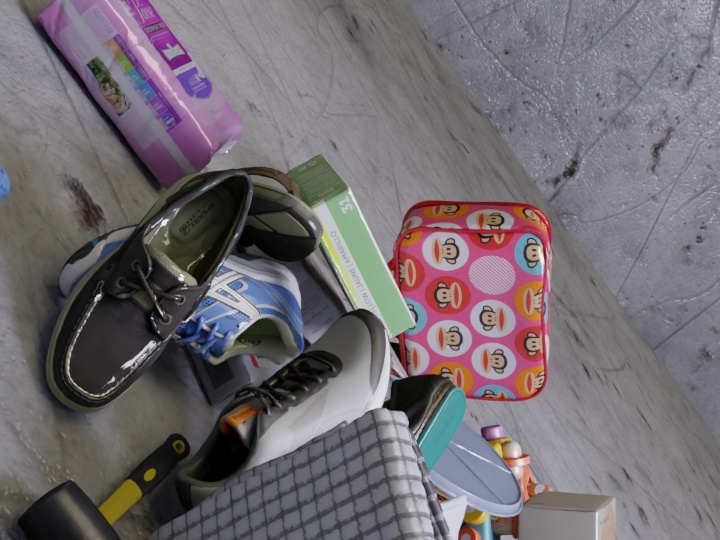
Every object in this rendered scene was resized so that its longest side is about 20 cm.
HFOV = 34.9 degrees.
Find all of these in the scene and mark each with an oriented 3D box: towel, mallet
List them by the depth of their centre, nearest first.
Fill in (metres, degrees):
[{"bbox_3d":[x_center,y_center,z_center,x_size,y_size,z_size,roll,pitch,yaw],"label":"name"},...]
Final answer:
[{"bbox_3d":[-0.027,0.193,0.671,0.086,0.200,0.166,38,26,-46],"label":"towel"},{"bbox_3d":[-0.153,0.134,0.722,0.066,0.041,0.200,51,14,-8],"label":"mallet"}]

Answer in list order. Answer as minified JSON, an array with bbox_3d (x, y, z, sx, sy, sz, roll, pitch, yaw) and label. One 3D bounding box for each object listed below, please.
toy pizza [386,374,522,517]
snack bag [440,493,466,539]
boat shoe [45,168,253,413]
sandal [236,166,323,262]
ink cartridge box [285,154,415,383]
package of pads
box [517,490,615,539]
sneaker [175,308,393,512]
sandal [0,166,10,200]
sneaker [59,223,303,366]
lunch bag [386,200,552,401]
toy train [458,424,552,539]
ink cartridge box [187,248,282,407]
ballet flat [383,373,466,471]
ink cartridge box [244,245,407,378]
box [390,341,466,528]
[{"bbox_3d":[0.058,0.156,1.022,0.200,0.032,0.200,34,12,-8],"label":"toy pizza"},{"bbox_3d":[0.031,0.259,0.804,0.188,0.021,0.201,12,88,-64],"label":"snack bag"},{"bbox_3d":[-0.138,0.004,0.771,0.072,0.066,0.201,40,60,-13],"label":"boat shoe"},{"bbox_3d":[-0.083,-0.056,0.914,0.080,0.057,0.201,46,-12,-22],"label":"sandal"},{"bbox_3d":[0.000,0.000,0.951,0.146,0.048,0.200,63,-4,-26],"label":"ink cartridge box"},{"bbox_3d":[-0.199,-0.180,1.070,0.200,0.076,0.121,54,15,-9],"label":"package of pads"},{"bbox_3d":[0.195,0.316,1.081,0.095,0.077,0.201,1,89,-67],"label":"box"},{"bbox_3d":[-0.049,0.101,0.796,0.074,0.200,0.079,17,-32,43],"label":"sneaker"},{"bbox_3d":[-0.253,-0.006,0.644,0.087,0.079,0.200,55,26,-15],"label":"sandal"},{"bbox_3d":[-0.123,0.022,0.847,0.199,0.076,0.077,10,41,-33],"label":"sneaker"},{"bbox_3d":[0.099,0.032,1.132,0.082,0.175,0.201,-73,163,-60],"label":"lunch bag"},{"bbox_3d":[0.153,0.241,1.143,0.200,0.055,0.151,-56,132,-56],"label":"toy train"},{"bbox_3d":[-0.090,0.045,1.009,0.200,0.050,0.163,13,46,-61],"label":"ink cartridge box"},{"bbox_3d":[0.009,0.155,0.822,0.200,0.068,0.068,-55,143,-37],"label":"ballet flat"},{"bbox_3d":[-0.041,0.023,1.099,0.176,0.045,0.200,49,5,-28],"label":"ink cartridge box"},{"bbox_3d":[0.046,0.165,1.150,0.201,0.050,0.158,62,19,19],"label":"box"}]
